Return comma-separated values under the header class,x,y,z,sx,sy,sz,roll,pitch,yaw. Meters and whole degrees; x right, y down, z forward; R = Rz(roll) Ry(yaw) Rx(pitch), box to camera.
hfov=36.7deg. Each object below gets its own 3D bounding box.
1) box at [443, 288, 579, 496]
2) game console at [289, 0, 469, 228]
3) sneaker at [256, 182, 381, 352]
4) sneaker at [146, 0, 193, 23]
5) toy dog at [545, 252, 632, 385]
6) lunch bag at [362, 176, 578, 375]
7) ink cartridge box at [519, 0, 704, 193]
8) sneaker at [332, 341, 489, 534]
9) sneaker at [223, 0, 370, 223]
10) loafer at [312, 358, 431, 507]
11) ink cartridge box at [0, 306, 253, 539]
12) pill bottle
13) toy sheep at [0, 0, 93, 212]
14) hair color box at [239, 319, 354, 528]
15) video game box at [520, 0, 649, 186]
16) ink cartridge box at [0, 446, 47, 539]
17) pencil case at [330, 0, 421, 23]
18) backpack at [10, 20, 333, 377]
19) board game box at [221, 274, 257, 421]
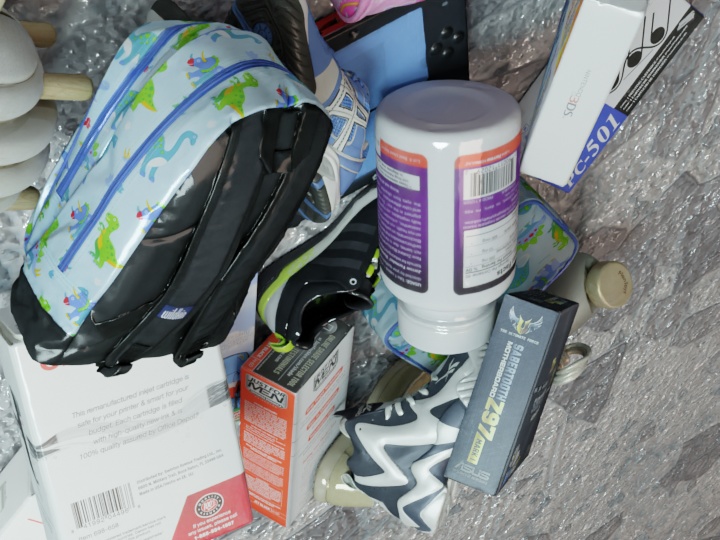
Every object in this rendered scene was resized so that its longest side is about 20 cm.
class,x,y,z,sx,sy,sz,roll,pitch,yaw
box,0.137,0.098,0.944,0.200,0.051,0.159,1,107,-75
game console,0.000,-0.129,0.849,0.199,0.031,0.177,-29,142,-13
sneaker,0.000,0.000,0.936,0.200,0.083,0.072,-39,144,-2
sneaker,-0.135,-0.083,0.750,0.108,0.067,0.202,-33,145,-13
toy dog,0.188,0.032,1.115,0.132,0.097,0.200,-21,-162,45
lunch bag,0.102,0.004,1.025,0.200,0.083,0.161,-45,143,10
ink cartridge box,0.212,-0.170,0.975,0.094,0.044,0.200,15,118,-45
sneaker,0.042,0.125,0.990,0.079,0.129,0.200,-17,124,-72
sneaker,-0.040,-0.125,0.750,0.077,0.076,0.200,-48,151,-26
loafer,0.026,0.167,1.091,0.200,0.068,0.076,-50,159,-38
ink cartridge box,-0.173,0.109,0.797,0.144,0.084,0.201,-17,113,-26
pill bottle,0.069,-0.038,0.857,0.111,0.111,0.201,-19,125,-25
toy sheep,-0.232,-0.091,0.611,0.137,0.138,0.200,2,130,-42
hair color box,-0.062,0.138,1.014,0.102,0.061,0.201,-48,155,-42
video game box,0.174,-0.191,0.797,0.200,0.047,0.183,100,6,-61
ink cartridge box,-0.256,0.215,0.913,0.116,0.068,0.200,27,117,-34
pencil case,0.061,-0.230,0.753,0.199,0.088,0.088,-17,138,-27
backpack,-0.106,-0.049,0.652,0.163,0.154,0.200,-5,150,-50
board game box,-0.163,0.072,0.911,0.151,0.037,0.201,-18,137,-25
